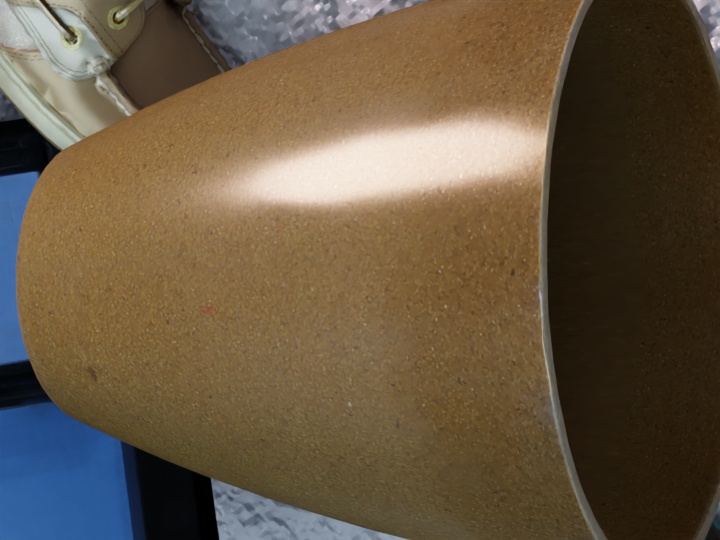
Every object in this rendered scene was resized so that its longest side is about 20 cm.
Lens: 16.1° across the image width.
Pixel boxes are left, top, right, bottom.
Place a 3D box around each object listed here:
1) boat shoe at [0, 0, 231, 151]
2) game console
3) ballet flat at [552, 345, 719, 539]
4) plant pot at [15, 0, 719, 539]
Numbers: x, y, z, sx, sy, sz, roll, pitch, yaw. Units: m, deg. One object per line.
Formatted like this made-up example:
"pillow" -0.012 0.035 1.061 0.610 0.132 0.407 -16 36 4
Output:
"boat shoe" -0.099 -0.102 0.872 0.200 0.074 0.066 44 127 -6
"game console" -0.158 0.053 0.914 0.199 0.117 0.177 -9 128 -4
"ballet flat" 0.098 0.109 0.902 0.201 0.067 0.070 56 153 -10
"plant pot" 0.000 0.000 0.794 0.199 0.186 0.187 0 118 26
